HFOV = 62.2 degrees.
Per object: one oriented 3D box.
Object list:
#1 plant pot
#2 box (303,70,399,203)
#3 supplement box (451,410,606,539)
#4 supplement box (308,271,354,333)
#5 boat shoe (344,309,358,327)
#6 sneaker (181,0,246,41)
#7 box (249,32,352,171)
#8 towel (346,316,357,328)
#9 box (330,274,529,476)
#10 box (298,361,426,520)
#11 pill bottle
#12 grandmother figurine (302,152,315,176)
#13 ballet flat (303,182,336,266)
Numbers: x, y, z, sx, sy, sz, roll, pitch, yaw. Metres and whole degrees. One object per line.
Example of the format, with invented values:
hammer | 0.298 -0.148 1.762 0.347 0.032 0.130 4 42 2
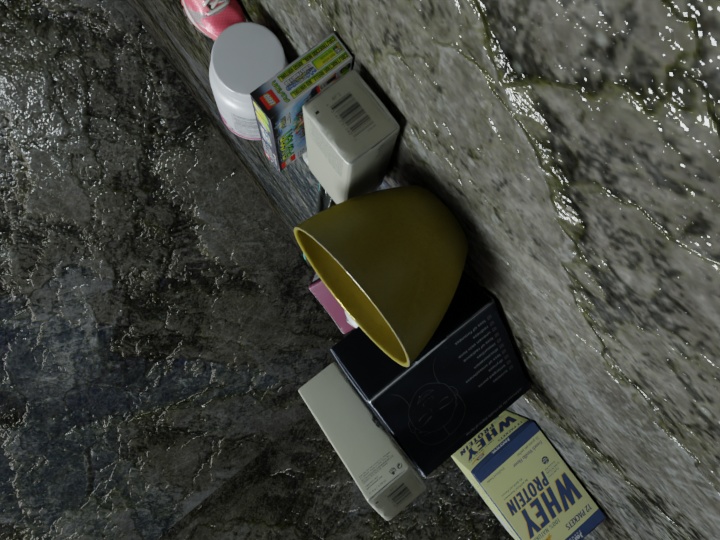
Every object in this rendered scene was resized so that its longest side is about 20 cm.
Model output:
plant pot | 0.040 -0.013 0.684 0.200 0.142 0.200 48 169 12
box | -0.014 -0.138 0.686 0.082 0.068 0.200 52 173 3
supplement box | 0.280 0.372 1.053 0.201 0.134 0.200 52 173 1
supplement box | -0.018 0.010 1.117 0.111 0.085 0.201 54 -162 -18
boat shoe | 0.000 0.000 0.903 0.075 0.061 0.201 7 -141 -29
sneaker | -0.219 -0.393 0.804 0.201 0.073 0.087 57 170 -29
box | -0.067 -0.185 0.693 0.035 0.110 0.200 51 173 1
towel | 0.054 0.071 0.993 0.191 0.032 0.201 40 -153 -23
box | 0.099 0.134 0.807 0.124 0.199 0.198 44 169 52
box | -0.001 0.221 0.793 0.200 0.068 0.082 48 171 43
pill bottle | -0.155 -0.265 0.853 0.114 0.113 0.200 52 172 -3
grandmother figurine | -0.023 -0.117 0.955 0.201 0.061 0.121 53 164 -25
ballet flat | -0.037 -0.081 0.867 0.068 0.068 0.202 30 125 25
